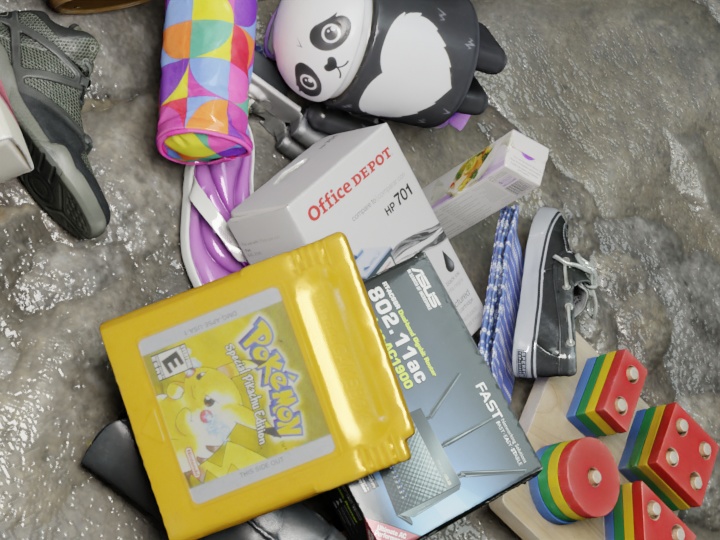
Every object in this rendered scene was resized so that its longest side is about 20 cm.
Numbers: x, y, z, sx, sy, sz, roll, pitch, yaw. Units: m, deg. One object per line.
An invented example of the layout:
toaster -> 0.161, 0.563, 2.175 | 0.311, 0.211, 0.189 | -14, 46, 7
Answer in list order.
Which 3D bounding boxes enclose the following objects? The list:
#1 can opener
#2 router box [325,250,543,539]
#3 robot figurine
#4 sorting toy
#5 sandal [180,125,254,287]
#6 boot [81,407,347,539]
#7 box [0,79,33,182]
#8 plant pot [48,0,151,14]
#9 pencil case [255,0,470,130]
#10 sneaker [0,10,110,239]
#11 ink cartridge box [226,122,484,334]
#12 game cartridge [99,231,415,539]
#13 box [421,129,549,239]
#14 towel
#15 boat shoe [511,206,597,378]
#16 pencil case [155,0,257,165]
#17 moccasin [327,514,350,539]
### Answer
can opener -> -0.044, -0.132, 1.517 | 0.199, 0.053, 0.067 | 34, 56, -18
router box -> 0.027, 0.106, 1.321 | 0.149, 0.062, 0.201 | -26, 82, -22
robot figurine -> 0.023, -0.190, 1.454 | 0.199, 0.125, 0.152 | 11, 81, -26
sorting toy -> 0.230, 0.183, 1.525 | 0.200, 0.069, 0.200 | 44, 52, -24
sandal -> -0.111, -0.050, 1.439 | 0.082, 0.050, 0.204 | 1, 69, -32
boot -> -0.134, 0.200, 1.302 | 0.200, 0.066, 0.165 | 42, 74, -3
box -> -0.342, -0.153, 1.270 | 0.127, 0.109, 0.201 | -21, 82, -4
plant pot -> -0.227, -0.322, 1.421 | 0.185, 0.186, 0.202 | -11, 91, -36
pencil case -> 0.009, -0.196, 1.558 | 0.199, 0.084, 0.086 | 19, 27, -24
sneaker -> -0.238, -0.127, 1.374 | 0.114, 0.076, 0.200 | -30, 82, -31
ink cartridge box -> 0.000, 0.000, 1.440 | 0.146, 0.086, 0.201 | -42, 113, -38
game cartridge -> -0.075, 0.087, 1.263 | 0.199, 0.032, 0.177 | -21, 82, 7
box -> 0.089, -0.064, 1.480 | 0.041, 0.200, 0.039 | 28, 60, -19
towel -> 0.129, 0.061, 1.505 | 0.024, 0.145, 0.201 | 3, 60, 14
boat shoe -> 0.181, 0.018, 1.541 | 0.067, 0.074, 0.200 | 3, 38, 11
pencil case -> -0.123, -0.187, 1.426 | 0.088, 0.088, 0.202 | 15, 68, -27
moccasin -> 0.007, 0.194, 1.403 | 0.201, 0.074, 0.078 | -42, 103, -28
